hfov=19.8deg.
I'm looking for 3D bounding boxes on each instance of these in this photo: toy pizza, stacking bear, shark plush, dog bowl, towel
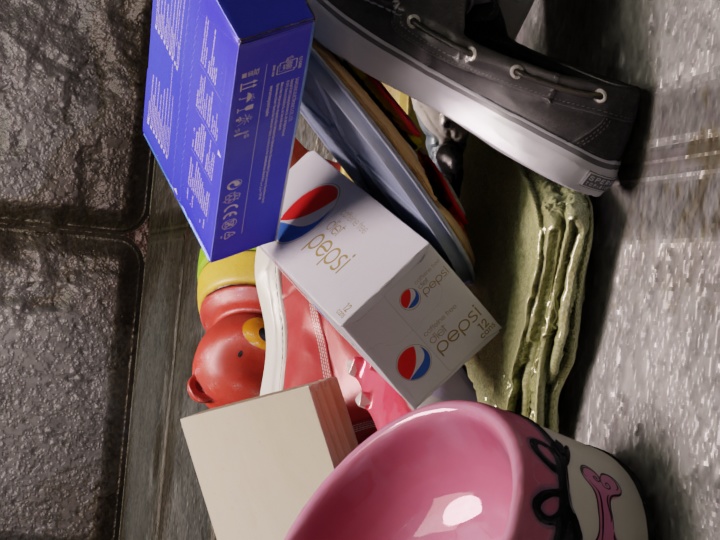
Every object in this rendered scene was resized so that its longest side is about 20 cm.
[{"bbox_3d":[0.004,-0.076,1.103,0.200,0.032,0.200,51,176,5],"label":"toy pizza"},{"bbox_3d":[-0.066,0.017,1.460,0.114,0.121,0.200,-48,22,49],"label":"stacking bear"},{"bbox_3d":[0.066,-0.124,1.249,0.083,0.091,0.201,20,-121,-77],"label":"shark plush"},{"bbox_3d":[0.033,0.146,0.928,0.200,0.074,0.200,-36,30,25],"label":"dog bowl"},{"bbox_3d":[0.083,-0.004,1.097,0.200,0.036,0.149,-110,27,-63],"label":"towel"}]

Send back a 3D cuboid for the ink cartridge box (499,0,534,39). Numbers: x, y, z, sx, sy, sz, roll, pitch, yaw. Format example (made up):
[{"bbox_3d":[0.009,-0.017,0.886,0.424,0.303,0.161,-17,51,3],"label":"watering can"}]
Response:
[{"bbox_3d":[0.068,-0.205,1.072,0.200,0.083,0.147,116,172,-58],"label":"ink cartridge box"}]

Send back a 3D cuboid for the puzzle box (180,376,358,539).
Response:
[{"bbox_3d":[-0.034,0.171,1.237,0.133,0.025,0.201,-17,90,48],"label":"puzzle box"}]

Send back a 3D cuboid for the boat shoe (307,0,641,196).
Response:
[{"bbox_3d":[0.051,-0.111,1.013,0.200,0.070,0.066,35,109,27],"label":"boat shoe"}]

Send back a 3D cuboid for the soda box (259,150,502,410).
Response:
[{"bbox_3d":[0.000,0.000,1.121,0.064,0.068,0.200,-43,25,-3],"label":"soda box"}]

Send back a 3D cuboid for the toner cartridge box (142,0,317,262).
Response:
[{"bbox_3d":[-0.071,-0.097,1.060,0.095,0.043,0.200,62,159,24],"label":"toner cartridge box"}]

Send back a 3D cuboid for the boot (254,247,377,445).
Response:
[{"bbox_3d":[0.008,0.017,1.288,0.144,0.072,0.201,-23,55,31],"label":"boot"}]

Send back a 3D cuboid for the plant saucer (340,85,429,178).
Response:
[{"bbox_3d":[0.031,-0.116,1.366,0.200,0.048,0.201,143,131,-75],"label":"plant saucer"}]

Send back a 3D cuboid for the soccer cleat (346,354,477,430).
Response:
[{"bbox_3d":[0.041,0.071,1.159,0.200,0.076,0.067,-99,28,-50],"label":"soccer cleat"}]
